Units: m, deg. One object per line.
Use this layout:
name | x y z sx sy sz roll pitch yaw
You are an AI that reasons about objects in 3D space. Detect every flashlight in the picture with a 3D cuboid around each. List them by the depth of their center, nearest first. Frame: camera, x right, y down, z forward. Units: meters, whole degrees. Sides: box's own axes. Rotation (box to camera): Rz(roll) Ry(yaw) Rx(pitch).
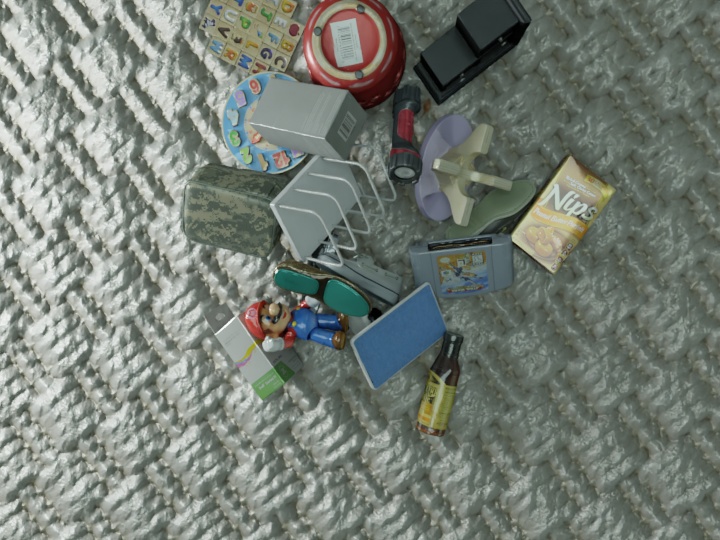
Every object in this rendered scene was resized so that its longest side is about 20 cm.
flashlight | 0.089 -0.261 1.536 0.066 0.068 0.204 8 62 -2

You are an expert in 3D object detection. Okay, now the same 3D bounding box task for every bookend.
bookend | 0.200 -0.416 1.499 0.197 0.200 0.093 -37 90 5

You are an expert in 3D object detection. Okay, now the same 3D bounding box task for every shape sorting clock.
shape sorting clock | -0.181 -0.293 1.613 0.195 0.039 0.205 0 94 3

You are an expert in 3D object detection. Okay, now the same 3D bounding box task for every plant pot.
plant pot | -0.010 -0.414 1.525 0.195 0.183 0.206 0 94 2

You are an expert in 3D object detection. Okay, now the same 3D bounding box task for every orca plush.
orca plush | 0.032 0.108 1.610 0.201 0.105 0.071 50 58 -7

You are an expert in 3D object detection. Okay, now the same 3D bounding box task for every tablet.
tablet | 0.077 0.126 1.574 0.198 0.014 0.132 -36 122 -18

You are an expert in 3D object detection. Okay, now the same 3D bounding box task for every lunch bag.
lunch bag | -0.227 -0.131 1.566 0.195 0.169 0.142 12 123 5

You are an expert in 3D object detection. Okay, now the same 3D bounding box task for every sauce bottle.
sauce bottle | 0.161 0.224 1.611 0.064 0.066 0.205 13 92 3

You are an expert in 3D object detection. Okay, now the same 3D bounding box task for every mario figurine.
mario figurine | -0.121 0.093 1.524 0.195 0.124 0.109 7 107 2

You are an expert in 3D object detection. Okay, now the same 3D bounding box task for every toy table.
toy table | 0.185 -0.189 1.529 0.180 0.116 0.205 -2 103 -31

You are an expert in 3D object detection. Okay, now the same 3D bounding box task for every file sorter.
file sorter | -0.041 -0.125 1.503 0.201 0.123 0.140 -51 133 -29

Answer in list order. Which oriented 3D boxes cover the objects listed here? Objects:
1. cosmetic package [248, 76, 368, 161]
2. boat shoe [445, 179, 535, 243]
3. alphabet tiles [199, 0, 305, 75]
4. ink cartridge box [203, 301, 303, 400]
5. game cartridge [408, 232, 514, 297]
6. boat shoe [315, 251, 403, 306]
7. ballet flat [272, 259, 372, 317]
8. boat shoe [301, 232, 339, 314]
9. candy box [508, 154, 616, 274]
cosmetic package | -0.100 -0.282 1.503 0.197 0.090 0.108 19 77 37
boat shoe | 0.258 -0.101 1.586 0.199 0.061 0.072 -33 51 2
alphabet tiles | -0.216 -0.486 1.621 0.197 0.006 0.169 27 95 2
ink cartridge box | -0.210 0.140 1.600 0.067 0.117 0.202 -36 91 19
game cartridge | 0.198 -0.006 1.568 0.195 0.042 0.135 -7 130 9
boat shoe | 0.000 0.000 1.583 0.198 0.073 0.068 30 77 -34
ballet flat | -0.067 0.025 1.520 0.196 0.066 0.072 24 116 -4
boat shoe | -0.099 0.019 1.609 0.067 0.074 0.204 16 95 -1
candy box | 0.387 -0.109 1.576 0.115 0.055 0.202 36 96 0
